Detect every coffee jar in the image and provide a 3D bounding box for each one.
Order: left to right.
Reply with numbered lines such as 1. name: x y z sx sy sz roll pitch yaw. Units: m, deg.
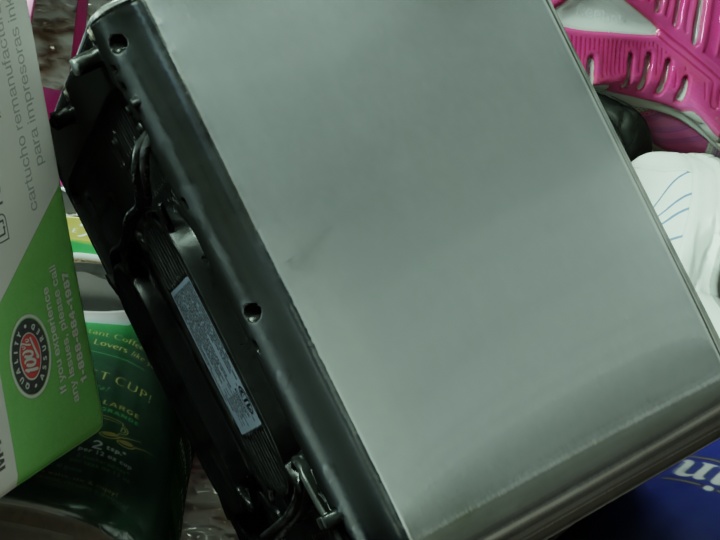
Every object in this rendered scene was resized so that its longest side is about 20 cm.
1. coffee jar: -0.097 0.049 0.845 0.104 0.086 0.200 8 31 5

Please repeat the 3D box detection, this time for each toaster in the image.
1. toaster: 0.002 0.008 0.726 0.118 0.181 0.201 -26 87 -13

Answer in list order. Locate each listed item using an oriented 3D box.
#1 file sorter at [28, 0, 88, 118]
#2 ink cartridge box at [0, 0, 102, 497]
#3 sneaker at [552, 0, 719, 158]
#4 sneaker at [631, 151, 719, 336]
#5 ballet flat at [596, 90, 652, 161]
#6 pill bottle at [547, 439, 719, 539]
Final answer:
1. file sorter: -0.075 -0.071 1.009 0.199 0.126 0.139 13 31 0
2. ink cartridge box: -0.161 0.009 0.653 0.084 0.146 0.200 2 20 29
3. sneaker: 0.130 -0.095 1.160 0.199 0.082 0.088 21 -10 -23
4. sneaker: 0.100 0.009 0.998 0.087 0.075 0.200 8 30 4
5. ballet flat: 0.070 -0.049 1.058 0.066 0.057 0.200 3 -1 24
6. pill bottle: 0.093 0.120 0.770 0.115 0.116 0.200 27 35 24
